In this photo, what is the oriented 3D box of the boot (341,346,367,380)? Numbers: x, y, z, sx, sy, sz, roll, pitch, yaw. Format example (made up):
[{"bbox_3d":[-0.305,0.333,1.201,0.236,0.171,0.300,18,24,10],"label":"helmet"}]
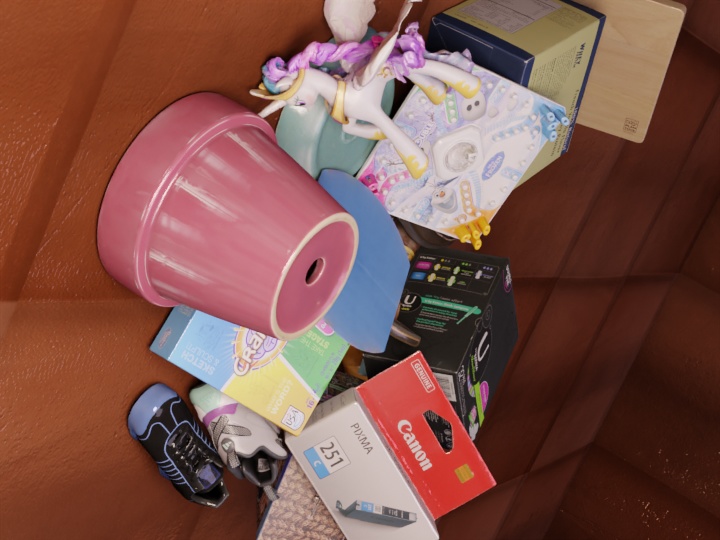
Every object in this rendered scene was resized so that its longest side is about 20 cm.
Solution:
[{"bbox_3d":[-0.009,0.124,1.740,0.203,0.070,0.144,-64,152,-5],"label":"boot"}]

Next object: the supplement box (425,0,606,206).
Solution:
[{"bbox_3d":[0.175,-0.223,1.611,0.199,0.134,0.201,-34,146,-44],"label":"supplement box"}]

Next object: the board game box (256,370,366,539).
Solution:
[{"bbox_3d":[-0.055,0.227,1.593,0.200,0.096,0.161,-104,-145,-71],"label":"board game box"}]

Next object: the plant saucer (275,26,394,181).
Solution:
[{"bbox_3d":[-0.019,-0.161,1.413,0.200,0.036,0.201,-46,153,-32],"label":"plant saucer"}]

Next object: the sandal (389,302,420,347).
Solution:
[{"bbox_3d":[0.004,0.009,1.475,0.055,0.200,0.082,-43,-172,2],"label":"sandal"}]

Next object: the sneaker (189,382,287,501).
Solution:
[{"bbox_3d":[-0.113,0.190,1.485,0.077,0.141,0.200,-28,166,21],"label":"sneaker"}]

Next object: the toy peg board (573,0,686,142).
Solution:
[{"bbox_3d":[0.315,-0.304,1.748,0.098,0.198,0.201,-56,161,-48],"label":"toy peg board"}]

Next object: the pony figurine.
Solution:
[{"bbox_3d":[0.014,-0.198,1.270,0.199,0.167,0.194,19,119,-31],"label":"pony figurine"}]

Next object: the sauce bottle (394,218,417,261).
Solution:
[{"bbox_3d":[0.028,-0.016,1.643,0.201,0.064,0.065,-54,156,-15],"label":"sauce bottle"}]

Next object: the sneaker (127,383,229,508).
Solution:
[{"bbox_3d":[-0.188,0.193,1.424,0.070,0.078,0.201,-49,155,-19],"label":"sneaker"}]

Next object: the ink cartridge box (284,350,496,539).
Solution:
[{"bbox_3d":[0.037,0.216,1.470,0.175,0.201,0.045,-29,-160,5],"label":"ink cartridge box"}]

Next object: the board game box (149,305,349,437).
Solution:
[{"bbox_3d":[-0.103,0.065,1.379,0.200,0.040,0.154,36,80,-39],"label":"board game box"}]

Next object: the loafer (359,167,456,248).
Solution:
[{"bbox_3d":[0.076,-0.086,1.565,0.200,0.071,0.074,34,49,-49],"label":"loafer"}]

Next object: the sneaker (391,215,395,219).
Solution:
[{"bbox_3d":[0.000,0.000,1.566,0.201,0.083,0.077,-63,158,-17],"label":"sneaker"}]

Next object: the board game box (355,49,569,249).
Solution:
[{"bbox_3d":[0.113,-0.129,1.490,0.199,0.026,0.201,17,118,-35],"label":"board game box"}]

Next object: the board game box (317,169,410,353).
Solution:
[{"bbox_3d":[-0.021,-0.007,1.392,0.158,0.039,0.201,48,39,-27],"label":"board game box"}]

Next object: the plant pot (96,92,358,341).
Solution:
[{"bbox_3d":[-0.108,-0.035,1.197,0.200,0.178,0.201,-44,152,-31],"label":"plant pot"}]

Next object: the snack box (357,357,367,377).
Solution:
[{"bbox_3d":[0.065,0.093,1.740,0.200,0.037,0.117,19,89,-66],"label":"snack box"}]

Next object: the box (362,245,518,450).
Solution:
[{"bbox_3d":[0.102,0.092,1.608,0.149,0.123,0.201,79,30,-41],"label":"box"}]
